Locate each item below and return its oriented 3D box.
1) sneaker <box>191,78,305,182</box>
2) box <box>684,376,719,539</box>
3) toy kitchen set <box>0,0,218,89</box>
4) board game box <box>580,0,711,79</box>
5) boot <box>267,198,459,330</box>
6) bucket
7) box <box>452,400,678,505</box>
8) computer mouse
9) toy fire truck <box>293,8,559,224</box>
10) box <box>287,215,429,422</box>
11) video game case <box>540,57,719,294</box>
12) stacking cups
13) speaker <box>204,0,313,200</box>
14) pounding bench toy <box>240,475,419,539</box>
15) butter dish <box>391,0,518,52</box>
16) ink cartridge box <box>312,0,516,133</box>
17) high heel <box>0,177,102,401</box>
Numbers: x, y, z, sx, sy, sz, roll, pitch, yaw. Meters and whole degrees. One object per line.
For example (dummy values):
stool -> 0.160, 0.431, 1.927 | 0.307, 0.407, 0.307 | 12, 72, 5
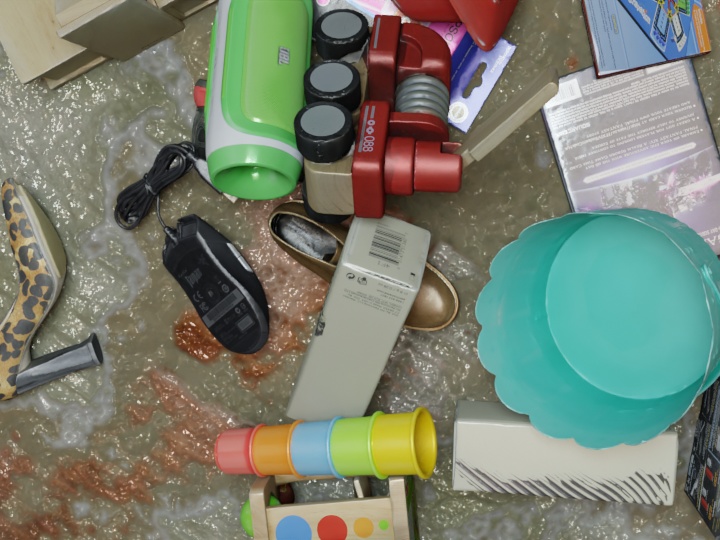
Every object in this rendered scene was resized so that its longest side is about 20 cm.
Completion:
sneaker -> -0.070, -0.107, 1.000 | 0.198, 0.071, 0.099 | 19, 96, 6
box -> 0.334, 0.122, 0.935 | 0.049, 0.158, 0.203 | 9, 95, 5
toy kitchen set -> -0.254, -0.286, 0.957 | 0.198, 0.163, 0.182 | -26, 92, 7
board game box -> 0.242, -0.282, 0.969 | 0.102, 0.019, 0.202 | -11, 88, 8
boot -> 0.000, 0.000, 1.001 | 0.199, 0.075, 0.074 | 29, 95, 2
bucket -> 0.215, 0.042, 0.921 | 0.205, 0.134, 0.210 | 5, 100, 31
box -> 0.184, 0.165, 0.993 | 0.197, 0.082, 0.069 | 3, 97, 7
computer mouse -> -0.131, -0.028, 1.007 | 0.200, 0.046, 0.140 | 49, 129, 3
toy fire truck -> 0.054, -0.134, 0.872 | 0.197, 0.129, 0.177 | 4, 51, 6
box -> -0.004, 0.050, 0.946 | 0.068, 0.083, 0.201 | 19, 130, -2
video game case -> 0.256, -0.096, 0.993 | 0.141, 0.019, 0.202 | -17, 94, 7
stacking cups -> -0.036, 0.152, 0.940 | 0.198, 0.060, 0.061 | -5, 95, 21
speaker -> -0.086, -0.167, 0.928 | 0.087, 0.089, 0.202 | 0, 70, 6
pounding bench toy -> -0.030, 0.244, 0.962 | 0.154, 0.200, 0.126 | -5, 95, 6
butter dish -> 0.051, -0.304, 0.923 | 0.147, 0.201, 0.200 | -7, 133, 38
ink cartridge box -> 0.037, -0.219, 0.999 | 0.199, 0.037, 0.095 | 32, 98, 0
high heel -> -0.348, 0.024, 1.037 | 0.141, 0.071, 0.202 | -19, 102, 1
